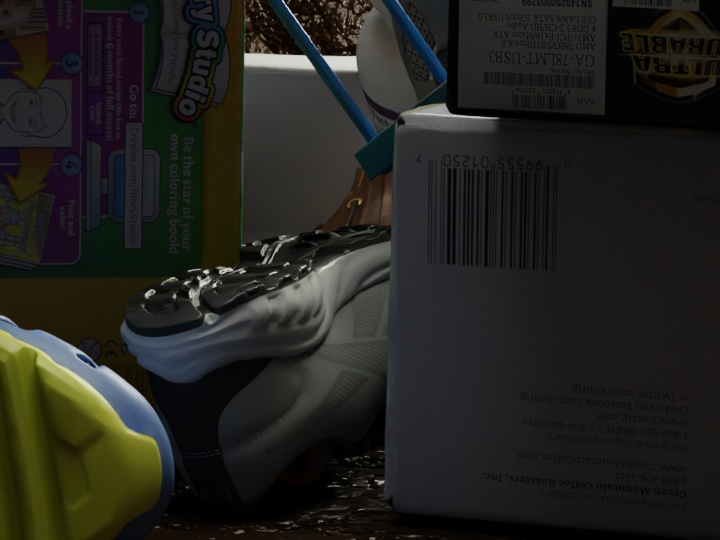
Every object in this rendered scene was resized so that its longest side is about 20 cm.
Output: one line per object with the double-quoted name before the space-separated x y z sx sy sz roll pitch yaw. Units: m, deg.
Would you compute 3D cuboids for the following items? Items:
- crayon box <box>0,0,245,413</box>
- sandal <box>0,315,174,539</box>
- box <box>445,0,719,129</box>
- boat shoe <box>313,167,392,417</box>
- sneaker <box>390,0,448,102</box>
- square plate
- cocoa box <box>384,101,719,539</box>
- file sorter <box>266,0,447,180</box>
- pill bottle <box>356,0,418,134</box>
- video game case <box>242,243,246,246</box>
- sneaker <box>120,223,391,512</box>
"crayon box" -0.104 -0.037 0.960 0.118 0.202 0.058 0 8 -12
"sandal" -0.130 0.046 0.805 0.199 0.080 0.087 8 7 37
"box" 0.156 -0.073 0.816 0.197 0.050 0.200 8 12 27
"boat shoe" 0.000 0.001 1.092 0.067 0.072 0.200 -4 23 3
"sneaker" 0.067 -0.042 1.093 0.074 0.201 0.082 -24 5 26
"square plate" -0.032 -0.051 1.320 0.199 0.029 0.198 -2 -32 -26
"cocoa box" 0.121 0.012 0.865 0.199 0.134 0.131 4 10 18
"file sorter" 0.069 -0.153 1.018 0.200 0.123 0.139 -35 1 -35
"pill bottle" 0.061 -0.075 1.209 0.111 0.201 0.113 -11 34 8
"video game case" -0.072 -0.005 1.227 0.199 0.019 0.143 11 -2 -7
"sneaker" -0.015 0.028 0.921 0.074 0.080 0.200 -6 10 31
